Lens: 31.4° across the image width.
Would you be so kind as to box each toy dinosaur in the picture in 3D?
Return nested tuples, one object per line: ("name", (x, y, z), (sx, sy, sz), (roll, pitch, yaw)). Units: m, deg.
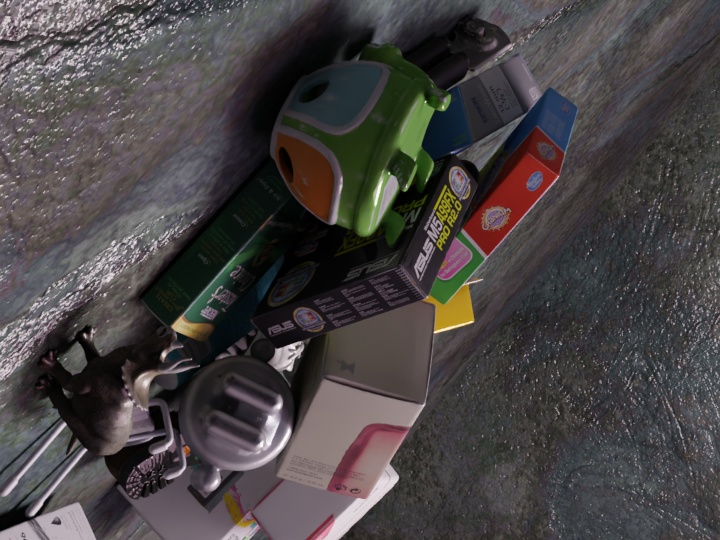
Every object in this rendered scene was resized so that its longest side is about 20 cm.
("toy dinosaur", (-0.234, 0.121, 1.132), (0.077, 0.102, 0.201), (-27, 154, -55))

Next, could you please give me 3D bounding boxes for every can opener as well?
("can opener", (0.081, -0.202, 1.322), (0.199, 0.053, 0.067), (-37, 160, -35))

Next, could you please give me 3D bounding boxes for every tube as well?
("tube", (-0.141, 0.051, 1.344), (0.200, 0.050, 0.078), (-38, 141, -39))

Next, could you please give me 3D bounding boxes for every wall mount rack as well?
("wall mount rack", (-0.269, 0.185, 1.287), (0.171, 0.075, 0.200), (-12, 159, -6))

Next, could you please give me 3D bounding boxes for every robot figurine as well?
("robot figurine", (-0.129, 0.147, 1.317), (0.171, 0.112, 0.200), (-62, -174, -13))

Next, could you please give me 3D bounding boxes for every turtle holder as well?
("turtle holder", (0.003, -0.127, 1.110), (0.141, 0.130, 0.187), (74, 39, -78))

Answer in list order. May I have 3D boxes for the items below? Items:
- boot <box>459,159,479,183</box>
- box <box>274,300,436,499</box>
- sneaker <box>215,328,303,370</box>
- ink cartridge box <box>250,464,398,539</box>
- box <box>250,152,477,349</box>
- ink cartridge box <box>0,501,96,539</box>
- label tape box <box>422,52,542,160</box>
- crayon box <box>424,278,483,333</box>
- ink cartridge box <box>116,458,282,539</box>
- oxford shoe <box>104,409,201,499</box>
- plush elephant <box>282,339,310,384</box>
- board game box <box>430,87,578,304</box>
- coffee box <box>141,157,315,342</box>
("boot", (0.036, -0.050, 1.410), (0.182, 0.073, 0.200), (-43, -168, -8))
("box", (-0.007, 0.124, 1.309), (0.201, 0.108, 0.129), (116, -13, -50))
("sneaker", (-0.091, 0.064, 1.477), (0.075, 0.081, 0.201), (-22, 149, -58))
("ink cartridge box", (-0.039, 0.276, 1.576), (0.146, 0.085, 0.200), (-43, 166, 1))
("box", (0.003, -0.017, 1.210), (0.199, 0.044, 0.161), (-20, -150, 41))
("ink cartridge box", (-0.341, 0.321, 1.303), (0.067, 0.117, 0.200), (-30, 173, 19))
("label tape box", (0.085, -0.151, 1.354), (0.143, 0.067, 0.199), (-26, -177, 42))
("crayon box", (0.038, 0.047, 1.437), (0.124, 0.052, 0.199), (-13, -176, -28))
("ink cartridge box", (-0.177, 0.260, 1.612), (0.200, 0.146, 0.147), (-45, 167, -9))
("oxford shoe", (-0.201, 0.180, 1.453), (0.198, 0.084, 0.073), (-19, 128, -37))
("plush elephant", (-0.033, 0.108, 1.586), (0.198, 0.167, 0.154), (-22, -163, -24))
("board game box", (0.142, -0.077, 1.328), (0.200, 0.040, 0.154), (-51, -173, 35))
("coffee box", (-0.115, -0.021, 1.233), (0.200, 0.044, 0.123), (-47, 168, -3))
